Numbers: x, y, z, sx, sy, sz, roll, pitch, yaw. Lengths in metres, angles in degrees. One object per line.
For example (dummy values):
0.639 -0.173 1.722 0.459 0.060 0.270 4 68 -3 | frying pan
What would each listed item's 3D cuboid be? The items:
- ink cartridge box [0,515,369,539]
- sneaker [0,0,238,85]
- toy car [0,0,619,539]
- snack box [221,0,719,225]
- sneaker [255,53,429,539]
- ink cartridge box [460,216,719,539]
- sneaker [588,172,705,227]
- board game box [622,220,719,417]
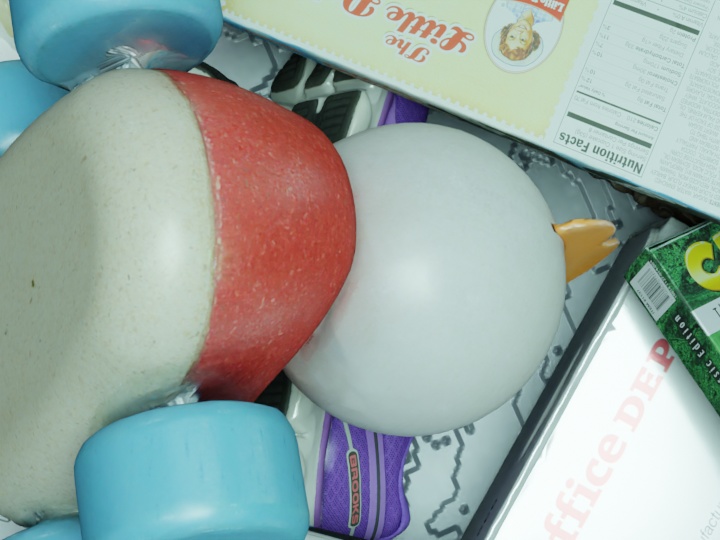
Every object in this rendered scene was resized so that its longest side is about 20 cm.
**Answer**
-0.067 0.172 0.731 0.197 0.043 0.201 14 89 16 | ink cartridge box
-0.079 -0.034 0.786 0.087 0.076 0.201 -16 89 -2 | sneaker
-0.015 0.011 0.689 0.199 0.177 0.185 1 65 -28 | toy car
0.059 -0.100 0.717 0.200 0.037 0.117 25 93 27 | snack box
0.000 0.000 0.800 0.083 0.081 0.201 14 82 -30 | sneaker
0.151 0.093 0.784 0.200 0.084 0.145 29 87 -1 | ink cartridge box
0.098 -0.061 0.808 0.075 0.070 0.200 -36 91 22 | sneaker
0.191 0.004 0.751 0.200 0.023 0.105 -23 74 -30 | board game box
